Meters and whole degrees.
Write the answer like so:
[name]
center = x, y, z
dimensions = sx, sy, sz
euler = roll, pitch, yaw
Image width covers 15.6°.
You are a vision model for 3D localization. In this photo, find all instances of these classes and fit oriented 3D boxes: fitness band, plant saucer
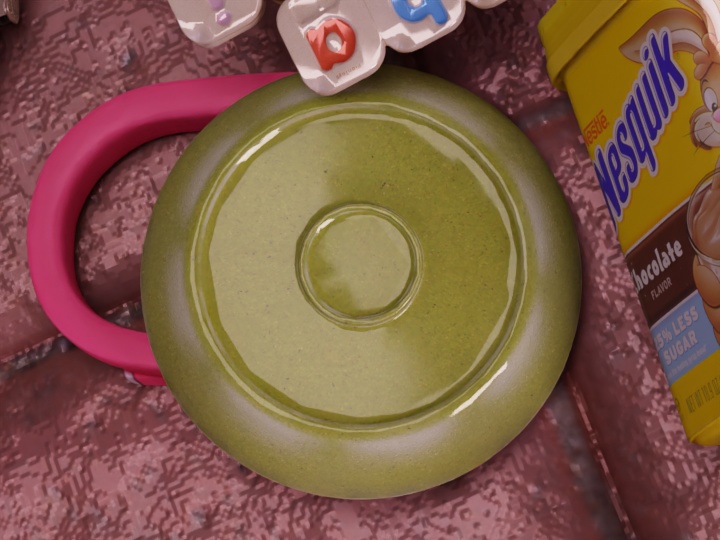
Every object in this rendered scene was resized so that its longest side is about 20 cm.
[fitness band]
center = -0.058, -0.020, 1.222
dimensions = 0.199, 0.037, 0.144
euler = -3, 73, 13
[plant saucer]
center = 0.000, 0.000, 1.167
dimensions = 0.199, 0.031, 0.201
euler = 0, 78, 1

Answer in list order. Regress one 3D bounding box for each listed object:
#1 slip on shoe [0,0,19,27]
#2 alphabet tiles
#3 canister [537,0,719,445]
[slip on shoe]
center = -0.192, -0.140, 1.276
dimensions = 0.060, 0.076, 0.201
euler = 30, 75, -20
[alphabet tiles]
center = -0.007, -0.185, 1.169
dimensions = 0.199, 0.015, 0.196
euler = -28, 73, 6
[canister]
center = 0.159, -0.041, 1.109
dimensions = 0.086, 0.149, 0.201
euler = -11, 74, -24
